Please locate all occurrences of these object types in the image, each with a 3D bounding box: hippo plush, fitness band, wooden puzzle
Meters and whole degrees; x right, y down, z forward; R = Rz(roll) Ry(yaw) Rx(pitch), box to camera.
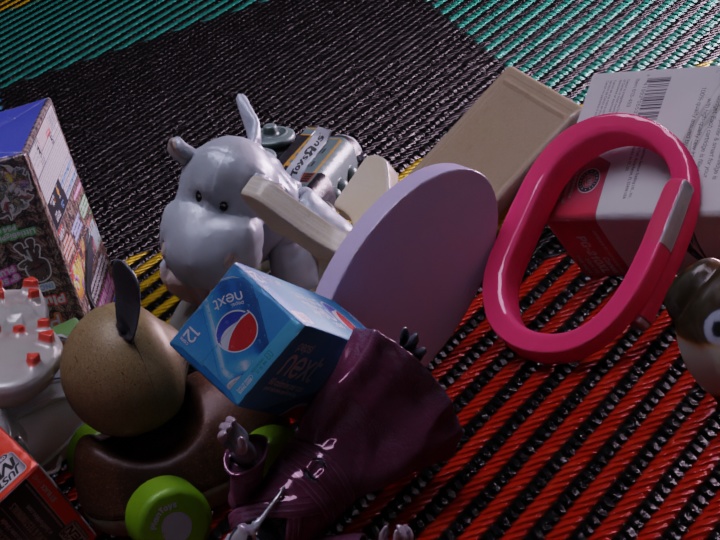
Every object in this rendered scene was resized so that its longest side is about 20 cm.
[{"bbox_3d":[-0.076,-0.039,1.594,0.159,0.200,0.161,22,-7,9],"label":"hippo plush"},{"bbox_3d":[0.168,-0.023,1.483,0.143,0.037,0.200,14,72,43],"label":"fitness band"},{"bbox_3d":[0.103,-0.084,1.742,0.185,0.037,0.200,-47,21,1],"label":"wooden puzzle"}]

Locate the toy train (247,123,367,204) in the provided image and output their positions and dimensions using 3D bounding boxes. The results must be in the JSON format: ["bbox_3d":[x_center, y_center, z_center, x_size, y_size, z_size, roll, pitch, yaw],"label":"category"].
[{"bbox_3d":[-0.066,-0.075,1.874,0.114,0.085,0.200,4,25,18],"label":"toy train"}]

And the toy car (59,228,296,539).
[{"bbox_3d":[-0.140,0.068,1.387,0.157,0.201,0.164,-24,22,-19],"label":"toy car"}]

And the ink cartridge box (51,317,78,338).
[{"bbox_3d":[-0.295,0.112,1.592,0.200,0.059,0.104,-22,22,-14],"label":"ink cartridge box"}]

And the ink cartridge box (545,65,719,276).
[{"bbox_3d":[0.260,-0.076,1.538,0.200,0.084,0.145,-1,56,35],"label":"ink cartridge box"}]

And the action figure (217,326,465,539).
[{"bbox_3d":[-0.033,0.125,1.278,0.200,0.134,0.149,-43,7,-20],"label":"action figure"}]

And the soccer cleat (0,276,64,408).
[{"bbox_3d":[-0.243,0.066,1.438,0.069,0.078,0.200,0,17,-8],"label":"soccer cleat"}]

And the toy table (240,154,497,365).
[{"bbox_3d":[0.000,0.000,1.513,0.200,0.184,0.117,-45,40,-22],"label":"toy table"}]

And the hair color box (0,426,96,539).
[{"bbox_3d":[-0.274,0.123,1.382,0.061,0.102,0.200,-43,53,-13],"label":"hair color box"}]

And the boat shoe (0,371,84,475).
[{"bbox_3d":[-0.264,0.142,1.475,0.202,0.075,0.086,-30,24,-24],"label":"boat shoe"}]

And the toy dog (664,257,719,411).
[{"bbox_3d":[0.288,0.009,1.307,0.200,0.140,0.194,-29,11,-29],"label":"toy dog"}]

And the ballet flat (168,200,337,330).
[{"bbox_3d":[-0.095,-0.001,1.721,0.200,0.064,0.067,-30,24,-30],"label":"ballet flat"}]

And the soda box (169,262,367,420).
[{"bbox_3d":[-0.045,0.052,1.322,0.068,0.064,0.200,-51,-20,5],"label":"soda box"}]

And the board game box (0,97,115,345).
[{"bbox_3d":[-0.284,-0.021,1.720,0.097,0.201,0.160,-16,20,5],"label":"board game box"}]
